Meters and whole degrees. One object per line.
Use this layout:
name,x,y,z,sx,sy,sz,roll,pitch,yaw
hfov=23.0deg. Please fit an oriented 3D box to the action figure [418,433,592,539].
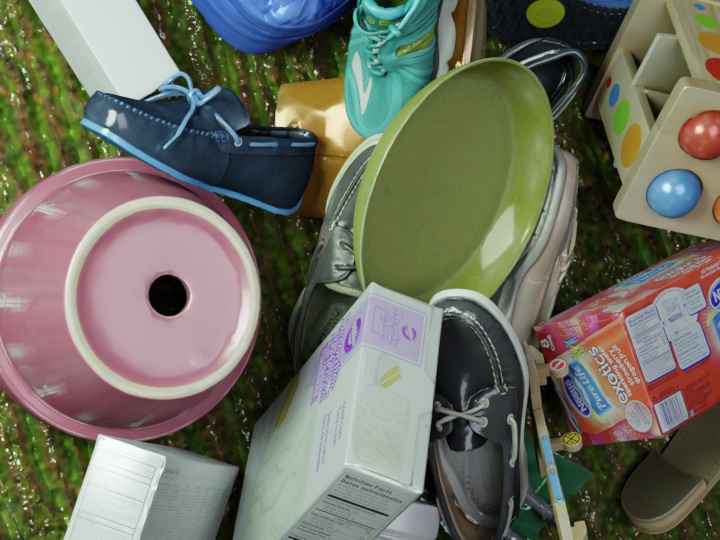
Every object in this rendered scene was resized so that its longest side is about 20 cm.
action figure,0.065,0.137,1.318,0.200,0.055,0.118,40,90,-9

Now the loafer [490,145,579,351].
loafer,0.124,0.002,1.327,0.063,0.072,0.201,11,105,-35

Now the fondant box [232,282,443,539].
fondant box,-0.019,0.122,1.174,0.058,0.200,0.145,22,49,-16

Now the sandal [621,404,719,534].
sandal,0.298,0.140,1.406,0.211,0.078,0.070,-41,133,-9

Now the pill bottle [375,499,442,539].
pill bottle,-0.003,0.257,1.259,0.111,0.111,0.201,15,85,-18

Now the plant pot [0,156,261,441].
plant pot,-0.151,0.019,1.180,0.199,0.179,0.202,1,88,-18

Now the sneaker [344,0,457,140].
sneaker,0.020,-0.170,1.171,0.077,0.201,0.080,30,39,20

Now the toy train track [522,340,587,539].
toy train track,0.141,0.125,1.236,0.032,0.201,0.115,-9,129,2

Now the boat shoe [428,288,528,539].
boat shoe,0.075,0.107,1.219,0.073,0.060,0.201,5,125,18

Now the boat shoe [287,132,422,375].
boat shoe,-0.001,0.000,1.240,0.071,0.066,0.202,17,122,-11

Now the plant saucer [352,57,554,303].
plant saucer,0.059,-0.052,1.205,0.199,0.031,0.201,-29,132,-38

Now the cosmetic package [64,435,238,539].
cosmetic package,-0.136,0.158,1.168,0.050,0.200,0.083,19,85,11

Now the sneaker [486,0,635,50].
sneaker,0.172,-0.218,1.370,0.199,0.066,0.079,2,53,-10

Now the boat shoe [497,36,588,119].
boat shoe,0.087,-0.103,1.322,0.199,0.062,0.075,-33,105,-9

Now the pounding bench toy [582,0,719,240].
pounding bench toy,0.292,-0.105,1.324,0.199,0.157,0.125,11,130,-16

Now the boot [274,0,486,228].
boot,0.012,-0.129,1.266,0.143,0.071,0.203,9,98,13

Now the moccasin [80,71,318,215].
moccasin,-0.107,-0.096,1.193,0.200,0.080,0.069,16,103,-55

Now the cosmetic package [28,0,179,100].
cosmetic package,-0.203,-0.205,1.219,0.051,0.082,0.201,-35,100,-19

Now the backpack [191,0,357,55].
backpack,-0.039,-0.261,1.235,0.200,0.168,0.163,-36,93,-15

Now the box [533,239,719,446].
box,0.239,0.049,1.332,0.199,0.095,0.100,-24,97,-38
